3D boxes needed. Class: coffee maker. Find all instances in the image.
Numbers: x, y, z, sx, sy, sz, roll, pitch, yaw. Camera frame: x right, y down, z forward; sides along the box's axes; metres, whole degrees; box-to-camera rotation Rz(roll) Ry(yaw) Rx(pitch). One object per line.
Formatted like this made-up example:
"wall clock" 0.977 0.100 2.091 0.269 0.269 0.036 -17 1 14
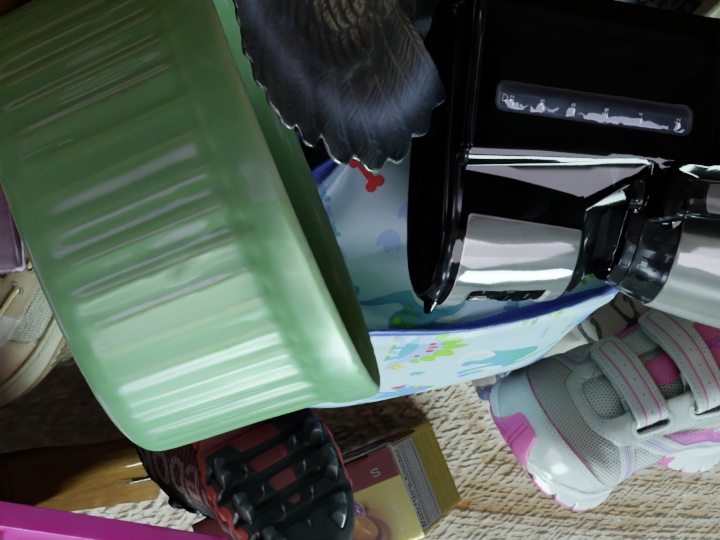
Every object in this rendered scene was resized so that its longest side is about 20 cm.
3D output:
"coffee maker" 0.125 -0.067 1.067 0.199 0.193 0.135 9 152 -9

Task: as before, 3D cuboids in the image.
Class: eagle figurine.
"eagle figurine" -0.007 -0.159 0.971 0.151 0.151 0.201 -22 141 -44

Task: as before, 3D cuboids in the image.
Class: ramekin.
"ramekin" -0.073 -0.028 0.989 0.097 0.201 0.200 -22 145 3

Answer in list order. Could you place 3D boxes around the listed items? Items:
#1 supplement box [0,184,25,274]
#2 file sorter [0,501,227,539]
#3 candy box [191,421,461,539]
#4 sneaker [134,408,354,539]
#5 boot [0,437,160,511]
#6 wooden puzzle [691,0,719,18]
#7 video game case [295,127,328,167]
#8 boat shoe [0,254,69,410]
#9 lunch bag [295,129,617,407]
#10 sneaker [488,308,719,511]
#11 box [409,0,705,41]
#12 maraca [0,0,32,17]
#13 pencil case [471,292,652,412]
"supplement box" -0.248 -0.040 1.064 0.199 0.104 0.131 -9 -173 -10
"file sorter" -0.178 0.195 1.241 0.138 0.126 0.199 -21 155 38
"candy box" -0.015 0.134 1.401 0.116 0.057 0.200 -22 176 8
"sneaker" -0.063 0.094 1.282 0.071 0.201 0.098 -23 139 -21
"boot" -0.190 0.116 1.334 0.199 0.069 0.188 -7 162 -11
"wooden puzzle" 0.208 -0.099 1.196 0.184 0.037 0.200 20 118 -47
"video game case" 0.001 -0.056 1.264 0.199 0.022 0.182 9 137 -33
"boat shoe" -0.156 0.006 1.250 0.072 0.065 0.200 -48 -176 -38
"lunch bag" 0.000 0.000 1.176 0.199 0.128 0.170 -18 170 -11
"sneaker" 0.143 0.058 1.276 0.199 0.082 0.088 -11 152 -50
"box" 0.108 -0.148 1.145 0.158 0.051 0.200 -41 138 19
"maraca" -0.141 -0.158 0.998 0.199 0.107 0.138 -16 141 -26
"pencil case" 0.138 0.009 1.359 0.200 0.078 0.089 -36 169 25
